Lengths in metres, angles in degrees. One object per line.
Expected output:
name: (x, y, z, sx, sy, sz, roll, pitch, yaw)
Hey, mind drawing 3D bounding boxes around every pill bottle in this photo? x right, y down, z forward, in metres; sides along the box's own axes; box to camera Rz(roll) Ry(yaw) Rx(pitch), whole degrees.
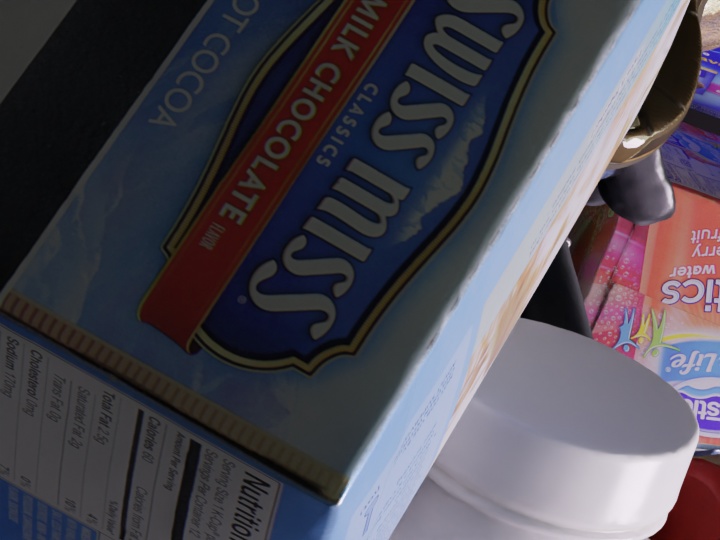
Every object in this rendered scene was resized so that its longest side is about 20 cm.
pill bottle: (0.027, 0.119, 0.744, 0.111, 0.111, 0.200, -43, 155, -67)

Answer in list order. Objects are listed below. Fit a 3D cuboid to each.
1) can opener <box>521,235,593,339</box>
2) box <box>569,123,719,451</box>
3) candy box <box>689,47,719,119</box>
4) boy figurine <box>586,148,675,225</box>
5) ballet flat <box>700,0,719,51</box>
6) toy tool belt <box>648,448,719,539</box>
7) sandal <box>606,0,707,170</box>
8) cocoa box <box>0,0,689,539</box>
can opener: (0.049, 0.016, 0.870, 0.200, 0.053, 0.067, -97, -178, -61)
box: (0.120, 0.002, 0.980, 0.200, 0.103, 0.095, -100, -148, -76)
candy box: (0.122, -0.130, 0.990, 0.200, 0.169, 0.077, 77, 34, -79)
boy figurine: (0.000, 0.000, 0.782, 0.200, 0.064, 0.124, -31, -157, -19)
ballet flat: (0.078, -0.089, 0.914, 0.200, 0.067, 0.068, 2, -86, 64)
toy tool belt: (0.090, 0.108, 0.846, 0.123, 0.125, 0.200, -4, 156, -44)
sandal: (0.073, -0.081, 0.748, 0.200, 0.082, 0.055, -70, -174, -51)
cocoa box: (-0.020, -0.031, 0.555, 0.200, 0.131, 0.133, -57, 171, -28)
